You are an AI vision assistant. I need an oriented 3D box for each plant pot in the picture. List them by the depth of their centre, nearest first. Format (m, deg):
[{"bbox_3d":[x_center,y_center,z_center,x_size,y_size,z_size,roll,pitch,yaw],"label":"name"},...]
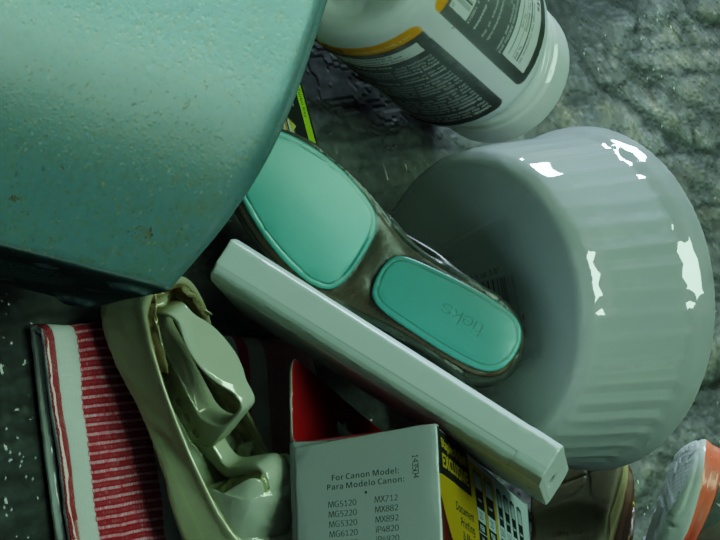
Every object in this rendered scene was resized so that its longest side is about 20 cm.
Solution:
[{"bbox_3d":[-0.140,-0.092,1.234,0.194,0.196,0.202,14,80,-23],"label":"plant pot"}]

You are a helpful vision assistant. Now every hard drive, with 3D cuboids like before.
[{"bbox_3d":[0.018,0.056,1.372,0.026,0.199,0.132,-57,170,-5],"label":"hard drive"}]

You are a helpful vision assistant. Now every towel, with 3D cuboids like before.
[{"bbox_3d":[-0.087,0.101,1.373,0.199,0.023,0.145,7,69,-49],"label":"towel"}]

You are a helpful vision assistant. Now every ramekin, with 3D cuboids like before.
[{"bbox_3d":[0.098,0.019,1.495,0.097,0.200,0.202,-4,78,-42],"label":"ramekin"}]

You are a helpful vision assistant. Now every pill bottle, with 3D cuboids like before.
[{"bbox_3d":[0.043,-0.153,1.540,0.200,0.116,0.117,34,49,-57],"label":"pill bottle"}]

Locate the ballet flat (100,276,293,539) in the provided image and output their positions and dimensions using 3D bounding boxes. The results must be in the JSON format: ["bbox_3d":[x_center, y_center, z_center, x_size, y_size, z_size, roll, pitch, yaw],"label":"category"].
[{"bbox_3d":[-0.071,0.091,1.329,0.069,0.069,0.201,-30,95,-51],"label":"ballet flat"}]

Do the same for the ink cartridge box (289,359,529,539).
[{"bbox_3d":[0.030,0.149,1.379,0.200,0.083,0.177,44,41,-67],"label":"ink cartridge box"}]

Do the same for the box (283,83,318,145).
[{"bbox_3d":[-0.119,-0.144,1.421,0.193,0.047,0.202,-8,80,-53],"label":"box"}]

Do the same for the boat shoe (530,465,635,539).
[{"bbox_3d":[0.127,0.194,1.549,0.068,0.072,0.201,53,45,-42],"label":"boat shoe"}]

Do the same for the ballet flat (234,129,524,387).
[{"bbox_3d":[0.000,0.000,1.426,0.200,0.068,0.068,40,74,-3],"label":"ballet flat"}]

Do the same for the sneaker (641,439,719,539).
[{"bbox_3d":[0.201,0.191,1.548,0.081,0.201,0.077,16,42,-2],"label":"sneaker"}]
